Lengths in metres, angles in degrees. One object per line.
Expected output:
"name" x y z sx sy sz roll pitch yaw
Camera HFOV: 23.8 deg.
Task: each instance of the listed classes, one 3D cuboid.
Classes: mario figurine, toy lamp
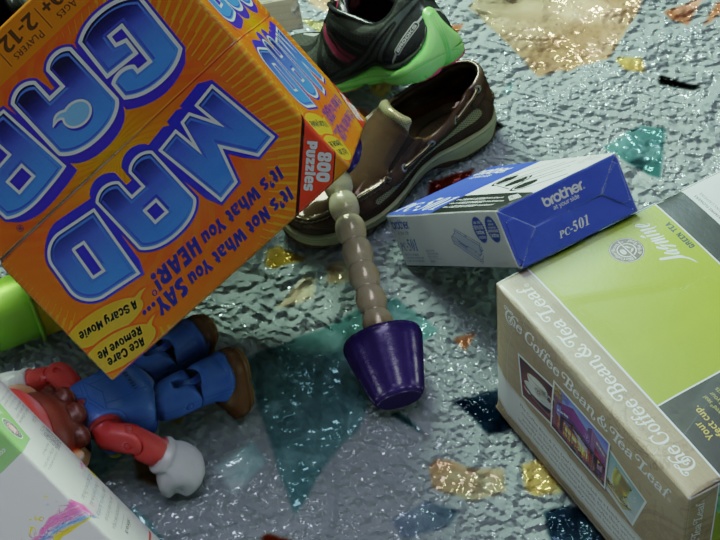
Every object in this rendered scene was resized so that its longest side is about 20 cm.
"mario figurine" -0.175 0.106 1.139 0.200 0.106 0.123 -22 13 -28
"toy lamp" 0.000 0.000 1.190 0.058 0.058 0.200 -14 66 -9

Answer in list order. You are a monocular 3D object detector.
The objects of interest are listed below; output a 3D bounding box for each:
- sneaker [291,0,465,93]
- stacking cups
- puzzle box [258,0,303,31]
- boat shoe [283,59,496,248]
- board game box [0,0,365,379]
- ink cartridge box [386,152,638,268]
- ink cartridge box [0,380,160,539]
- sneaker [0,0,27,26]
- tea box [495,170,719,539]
"sneaker" 0.004 -0.187 1.331 0.077 0.084 0.200 -32 19 -34
"stacking cups" -0.284 0.049 1.199 0.200 0.061 0.061 -25 51 -12
"puzzle box" -0.134 -0.187 1.334 0.133 0.025 0.200 -14 11 -15
"boat shoe" 0.018 -0.097 1.289 0.202 0.075 0.075 -38 56 -26
"board game box" -0.139 -0.090 1.099 0.200 0.200 0.200 -41 7 11
"ink cartridge box" 0.098 -0.039 1.172 0.094 0.044 0.200 -25 8 -18
"ink cartridge box" -0.173 0.162 1.006 0.067 0.117 0.200 -44 97 -1
"sneaker" -0.365 -0.211 1.423 0.200 0.071 0.098 -16 46 -12
"tea box" 0.218 0.071 1.083 0.197 0.134 0.200 -24 50 -18
